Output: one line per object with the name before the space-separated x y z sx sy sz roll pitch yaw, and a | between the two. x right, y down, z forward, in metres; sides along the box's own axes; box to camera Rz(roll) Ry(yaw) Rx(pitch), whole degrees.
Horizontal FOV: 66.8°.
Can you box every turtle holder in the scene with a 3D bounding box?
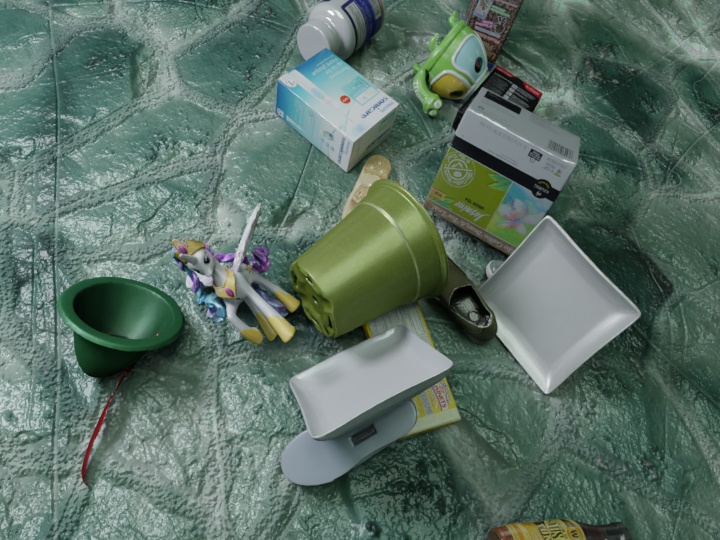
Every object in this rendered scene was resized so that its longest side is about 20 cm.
turtle holder | 0.189 -0.426 1.143 0.131 0.141 0.187 40 49 -7

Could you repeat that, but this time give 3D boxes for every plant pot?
plant pot | 0.000 0.000 0.820 0.187 0.202 0.201 -32 70 -22

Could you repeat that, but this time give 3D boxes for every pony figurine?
pony figurine | -0.177 0.007 0.794 0.166 0.194 0.200 -42 105 11

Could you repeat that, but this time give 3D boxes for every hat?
hat | -0.356 0.133 0.765 0.162 0.180 0.200 27 20 8

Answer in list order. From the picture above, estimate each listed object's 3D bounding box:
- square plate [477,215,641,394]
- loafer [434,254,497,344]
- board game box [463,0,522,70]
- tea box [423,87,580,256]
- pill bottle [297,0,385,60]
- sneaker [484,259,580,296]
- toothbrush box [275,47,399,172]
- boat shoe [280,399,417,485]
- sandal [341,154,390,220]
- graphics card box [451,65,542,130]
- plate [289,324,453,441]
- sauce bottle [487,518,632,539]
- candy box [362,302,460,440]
square plate | 0.298 0.056 0.866 0.200 0.201 0.028 51 32 19
loafer | 0.155 0.027 0.897 0.075 0.070 0.200 -40 74 -9
board game box | 0.298 -0.595 1.228 0.094 0.202 0.163 18 57 -1
tea box | 0.243 -0.169 0.953 0.196 0.200 0.134 28 39 7
pill bottle | -0.042 -0.519 1.157 0.118 0.121 0.201 34 58 10
sneaker | 0.314 0.015 0.911 0.196 0.123 0.084 29 44 5
toothbrush box | -0.047 -0.312 1.055 0.199 0.086 0.146 41 60 12
boat shoe | -0.012 0.228 0.751 0.198 0.086 0.076 -30 73 2
sandal | 0.017 -0.140 0.975 0.075 0.070 0.217 16 58 -2
graphics card box | 0.294 -0.343 1.168 0.124 0.051 0.201 34 58 8
plate | 0.008 0.150 0.741 0.195 0.199 0.033 -25 106 -11
sauce bottle | 0.269 0.368 0.734 0.193 0.067 0.068 -2 59 -14
candy box | 0.073 0.147 0.844 0.099 0.027 0.205 -9 62 -18
